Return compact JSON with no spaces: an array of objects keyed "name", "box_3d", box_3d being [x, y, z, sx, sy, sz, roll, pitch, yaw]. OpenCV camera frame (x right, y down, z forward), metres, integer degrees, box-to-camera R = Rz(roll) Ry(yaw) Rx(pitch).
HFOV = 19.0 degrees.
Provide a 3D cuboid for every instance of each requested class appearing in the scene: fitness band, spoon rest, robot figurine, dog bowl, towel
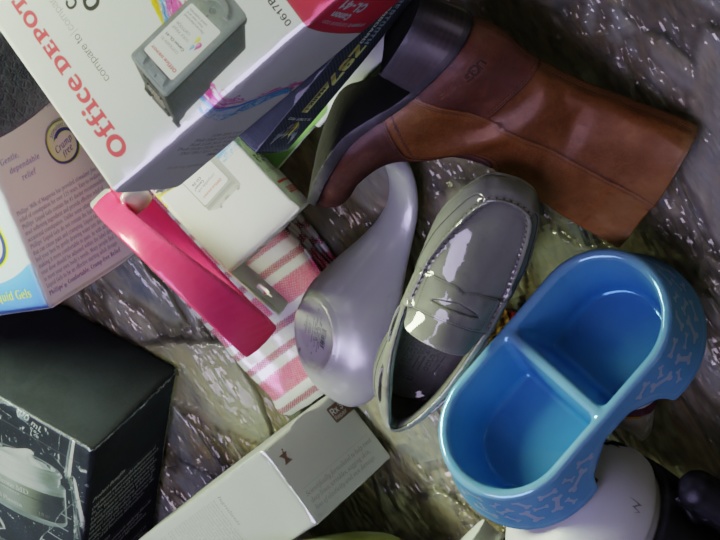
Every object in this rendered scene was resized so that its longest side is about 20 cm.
[{"name":"fitness band","box_3d":[-0.119,-0.005,1.463,0.144,0.037,0.200,45,178,-13]},{"name":"spoon rest","box_3d":[0.000,0.000,1.466,0.099,0.060,0.201,42,130,46]},{"name":"robot figurine","box_3d":[0.187,0.193,1.429,0.200,0.150,0.125,35,179,-28]},{"name":"dog bowl","box_3d":[0.128,0.070,1.355,0.111,0.050,0.200,42,94,28]},{"name":"towel","box_3d":[-0.079,0.010,1.571,0.200,0.030,0.146,49,136,-4]}]

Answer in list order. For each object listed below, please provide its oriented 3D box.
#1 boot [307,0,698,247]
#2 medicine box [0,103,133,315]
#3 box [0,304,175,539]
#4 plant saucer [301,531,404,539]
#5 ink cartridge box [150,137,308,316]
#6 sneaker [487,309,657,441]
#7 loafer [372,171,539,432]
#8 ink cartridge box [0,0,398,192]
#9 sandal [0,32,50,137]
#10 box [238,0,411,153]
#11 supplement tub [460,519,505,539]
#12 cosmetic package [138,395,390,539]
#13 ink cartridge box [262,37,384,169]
[{"name":"boot","box_3d":[0.082,-0.071,1.351,0.200,0.069,0.188,25,127,-15]},{"name":"medicine box","box_3d":[-0.292,-0.074,1.593,0.182,0.103,0.201,-7,110,41]},{"name":"box","box_3d":[-0.268,0.134,1.734,0.200,0.124,0.197,27,131,17]},{"name":"plant saucer","box_3d":[-0.042,0.237,1.625,0.200,0.200,0.031,-38,61,45]},{"name":"ink cartridge box","box_3d":[-0.099,-0.065,1.448,0.067,0.116,0.200,-43,92,4]},{"name":"sneaker","box_3d":[0.104,0.075,1.456,0.199,0.075,0.090,4,117,34]},{"name":"loafer","box_3d":[0.060,0.024,1.355,0.070,0.070,0.200,18,131,-6]},{"name":"ink cartridge box","box_3d":[-0.093,-0.159,1.227,0.200,0.086,0.148,-39,81,18]},{"name":"sandal","box_3d":[-0.232,-0.143,1.473,0.043,0.200,0.076,36,149,63]},{"name":"box","box_3d":[-0.073,-0.193,1.289,0.200,0.051,0.158,45,108,13]},{"name":"supplement tub","box_3d":[0.124,0.290,1.550,0.200,0.144,0.144,42,136,3]},{"name":"cosmetic package","box_3d":[-0.077,0.177,1.639,0.074,0.102,0.200,53,137,0]},{"name":"ink cartridge box","box_3d":[-0.026,-0.165,1.384,0.104,0.059,0.200,45,136,-1]}]
